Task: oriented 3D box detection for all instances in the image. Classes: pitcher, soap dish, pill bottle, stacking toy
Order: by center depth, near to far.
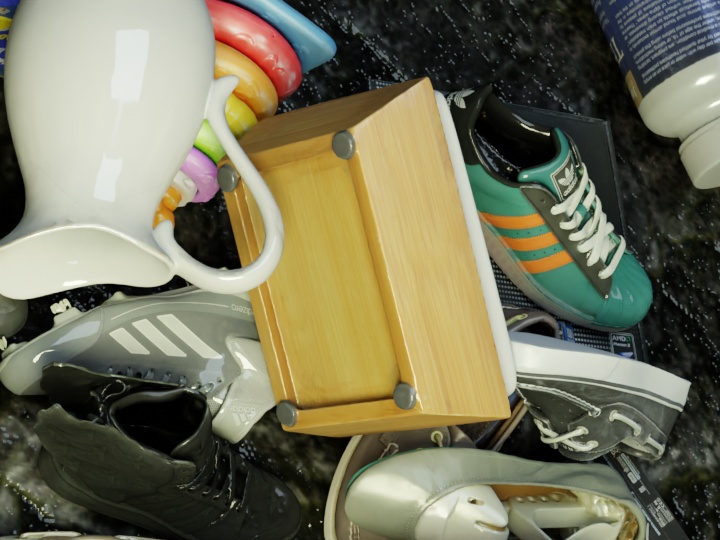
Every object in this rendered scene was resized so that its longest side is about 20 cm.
[{"bbox_3d":[-0.123,-0.083,1.431,0.171,0.121,0.201,7,66,-4],"label":"pitcher"},{"bbox_3d":[0.000,0.000,1.455,0.081,0.157,0.201,-17,94,-41],"label":"soap dish"},{"bbox_3d":[-0.110,-0.081,1.540,0.110,0.116,0.201,31,66,-21],"label":"stacking toy"},{"bbox_3d":[0.237,-0.165,1.787,0.111,0.111,0.201,-11,71,-36],"label":"pill bottle"}]

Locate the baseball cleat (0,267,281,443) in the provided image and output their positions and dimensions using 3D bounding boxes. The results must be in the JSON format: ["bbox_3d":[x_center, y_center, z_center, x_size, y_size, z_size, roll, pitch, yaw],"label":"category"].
[{"bbox_3d":[-0.114,0.058,1.468,0.199,0.070,0.107,-18,76,-37],"label":"baseball cleat"}]

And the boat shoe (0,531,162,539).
[{"bbox_3d":[-0.172,0.174,1.370,0.199,0.065,0.072,3,64,-32],"label":"boat shoe"}]

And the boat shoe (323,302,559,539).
[{"bbox_3d":[0.052,0.100,1.531,0.072,0.059,0.200,48,65,-20],"label":"boat shoe"}]

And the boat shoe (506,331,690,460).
[{"bbox_3d":[0.136,0.082,1.523,0.200,0.072,0.068,18,86,-57],"label":"boat shoe"}]

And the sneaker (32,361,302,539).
[{"bbox_3d":[-0.105,0.108,1.424,0.199,0.104,0.060,19,56,-24],"label":"sneaker"}]

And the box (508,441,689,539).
[{"bbox_3d":[0.157,0.220,1.567,0.158,0.050,0.200,-33,85,-39],"label":"box"}]

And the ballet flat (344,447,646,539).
[{"bbox_3d":[0.086,0.144,1.483,0.199,0.068,0.064,4,32,-32],"label":"ballet flat"}]

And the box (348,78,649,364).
[{"bbox_3d":[0.089,-0.021,1.655,0.199,0.047,0.194,8,65,-30],"label":"box"}]

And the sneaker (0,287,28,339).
[{"bbox_3d":[-0.258,-0.044,1.416,0.200,0.090,0.066,48,51,-2],"label":"sneaker"}]

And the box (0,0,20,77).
[{"bbox_3d":[-0.246,-0.169,1.508,0.199,0.064,0.070,11,60,-27],"label":"box"}]

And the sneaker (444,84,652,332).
[{"bbox_3d":[0.121,-0.039,1.603,0.200,0.080,0.071,40,52,-11],"label":"sneaker"}]
